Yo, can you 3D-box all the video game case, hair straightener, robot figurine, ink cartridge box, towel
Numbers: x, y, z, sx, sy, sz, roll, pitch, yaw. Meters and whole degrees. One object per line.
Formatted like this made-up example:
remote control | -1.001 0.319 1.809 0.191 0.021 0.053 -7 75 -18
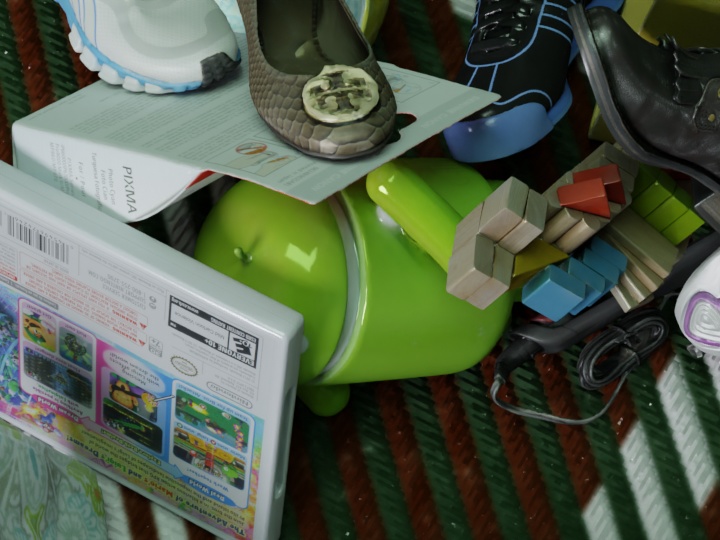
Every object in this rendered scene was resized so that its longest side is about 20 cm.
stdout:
video game case | -0.123 0.045 1.367 0.200 0.182 0.024 26 50 16
hair straightener | 0.154 0.018 1.416 0.200 0.041 0.077 -35 68 -15
robot figurine | 0.000 0.000 1.380 0.200 0.175 0.116 -4 65 -35
ink cartridge box | -0.052 -0.065 1.348 0.200 0.047 0.160 16 32 34
towel | -0.168 0.173 1.317 0.048 0.171 0.200 -16 65 18

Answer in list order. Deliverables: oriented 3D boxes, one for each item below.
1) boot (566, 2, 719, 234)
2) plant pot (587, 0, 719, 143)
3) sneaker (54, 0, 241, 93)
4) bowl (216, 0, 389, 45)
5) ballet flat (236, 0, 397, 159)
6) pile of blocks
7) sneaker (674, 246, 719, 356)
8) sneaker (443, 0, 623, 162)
boot | 0.212 -0.106 1.283 0.174 0.200 0.069 -33 44 22
plant pot | 0.246 -0.168 1.416 0.176 0.200 0.200 17 69 -1
sneaker | -0.131 -0.169 1.386 0.075 0.087 0.200 -24 50 -28
bowl | -0.054 -0.187 1.484 0.200 0.200 0.108 32 31 18
ballet flat | -0.027 -0.122 1.328 0.067 0.046 0.200 -4 37 -11
pile of blocks | 0.126 -0.024 1.327 0.200 0.062 0.082 -26 78 -47
sneaker | 0.259 -0.016 1.391 0.200 0.100 0.075 -30 97 13
sneaker | 0.086 -0.138 1.432 0.070 0.078 0.200 -6 33 28
